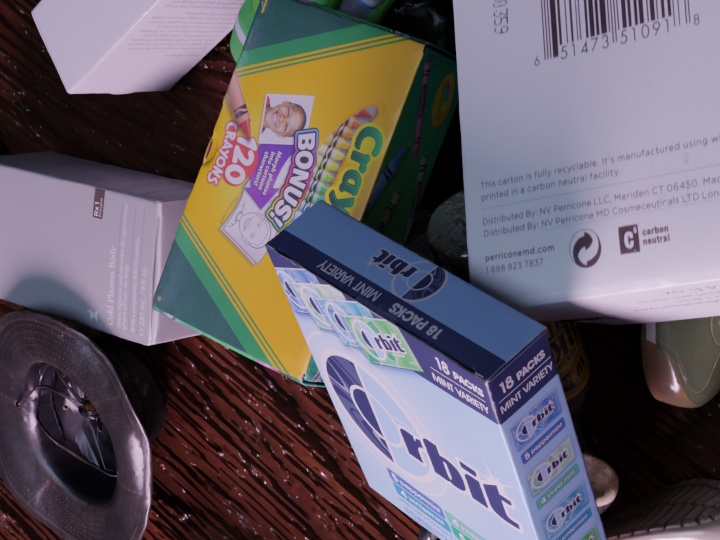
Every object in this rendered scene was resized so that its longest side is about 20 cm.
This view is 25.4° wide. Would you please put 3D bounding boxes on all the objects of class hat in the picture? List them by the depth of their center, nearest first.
[{"bbox_3d":[-0.195,0.110,1.183,0.200,0.081,0.202,20,123,34],"label":"hat"}]

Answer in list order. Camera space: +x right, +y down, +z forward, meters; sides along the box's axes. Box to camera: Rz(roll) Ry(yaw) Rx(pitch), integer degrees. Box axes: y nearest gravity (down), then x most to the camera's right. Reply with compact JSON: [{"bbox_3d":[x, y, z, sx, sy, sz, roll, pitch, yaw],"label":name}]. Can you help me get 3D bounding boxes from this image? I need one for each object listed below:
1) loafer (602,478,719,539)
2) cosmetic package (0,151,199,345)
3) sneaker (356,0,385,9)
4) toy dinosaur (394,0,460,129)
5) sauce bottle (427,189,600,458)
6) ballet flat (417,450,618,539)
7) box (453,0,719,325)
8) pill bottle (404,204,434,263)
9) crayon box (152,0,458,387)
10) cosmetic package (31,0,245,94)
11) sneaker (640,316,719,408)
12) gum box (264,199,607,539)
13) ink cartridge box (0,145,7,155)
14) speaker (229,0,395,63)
[{"bbox_3d":[0.157,0.176,0.925,0.200,0.075,0.069,-31,88,50],"label":"loafer"},{"bbox_3d":[-0.192,-0.021,1.164,0.199,0.090,0.108,11,103,34],"label":"cosmetic package"},{"bbox_3d":[-0.051,-0.213,0.921,0.199,0.074,0.083,27,117,29],"label":"sneaker"},{"bbox_3d":[0.061,-0.120,0.970,0.199,0.047,0.089,3,120,36],"label":"toy dinosaur"},{"bbox_3d":[0.094,0.043,0.903,0.064,0.065,0.201,12,142,37],"label":"sauce bottle"},{"bbox_3d":[0.092,0.149,0.943,0.066,0.057,0.200,32,149,-8],"label":"ballet flat"},{"bbox_3d":[0.160,-0.082,0.770,0.198,0.130,0.202,-10,80,43],"label":"box"},{"bbox_3d":[0.000,0.000,0.996,0.200,0.110,0.111,33,116,31],"label":"pill bottle"},{"bbox_3d":[-0.030,-0.047,0.920,0.118,0.058,0.201,24,96,31],"label":"crayon box"},{"bbox_3d":[-0.120,-0.202,1.069,0.200,0.101,0.072,-37,73,35],"label":"cosmetic package"},{"bbox_3d":[0.209,-0.017,0.852,0.089,0.067,0.202,15,103,42],"label":"sneaker"},{"bbox_3d":[0.045,0.077,0.830,0.170,0.044,0.201,31,153,44],"label":"gum box"},{"bbox_3d":[-0.371,-0.060,1.328,0.199,0.043,0.200,52,122,20],"label":"ink cartridge box"},{"bbox_3d":[-0.003,-0.200,0.986,0.089,0.088,0.200,50,123,22],"label":"speaker"}]
